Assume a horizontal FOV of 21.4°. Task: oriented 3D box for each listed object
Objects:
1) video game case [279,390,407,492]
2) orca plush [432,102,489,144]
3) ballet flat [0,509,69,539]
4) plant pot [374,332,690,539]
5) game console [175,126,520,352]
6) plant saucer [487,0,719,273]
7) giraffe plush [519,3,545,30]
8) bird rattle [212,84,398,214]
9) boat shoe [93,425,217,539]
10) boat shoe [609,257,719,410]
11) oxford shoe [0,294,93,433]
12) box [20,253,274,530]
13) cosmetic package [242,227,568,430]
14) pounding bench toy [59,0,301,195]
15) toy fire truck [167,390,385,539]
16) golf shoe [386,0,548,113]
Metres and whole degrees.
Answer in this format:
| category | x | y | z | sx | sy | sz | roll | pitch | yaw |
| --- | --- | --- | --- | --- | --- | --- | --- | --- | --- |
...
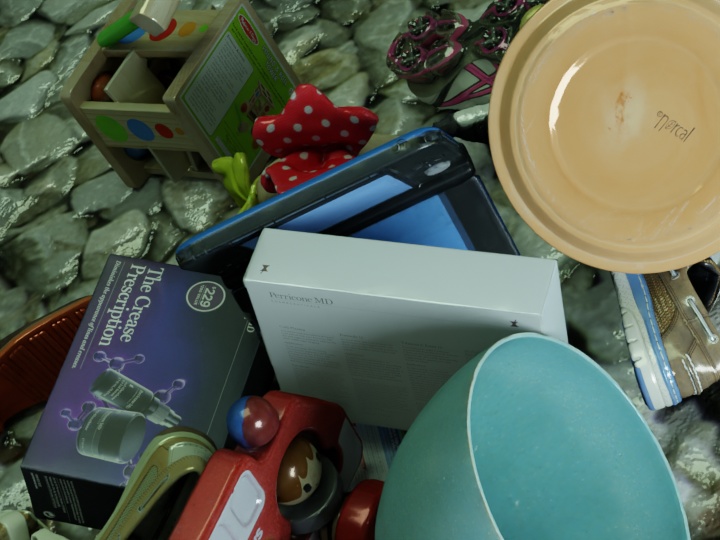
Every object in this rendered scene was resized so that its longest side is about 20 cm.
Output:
| category | x | y | z | sx | sy | sz | roll | pitch | yaw |
| --- | --- | --- | --- | --- | --- | --- | --- | --- | --- |
| video game case | 0.029 | 0.104 | 1.371 | 0.200 | 0.018 | 0.143 | -26 | 40 | 10 |
| orca plush | 0.155 | -0.110 | 1.455 | 0.200 | 0.105 | 0.071 | -13 | 79 | 2 |
| ballet flat | -0.238 | 0.209 | 1.408 | 0.067 | 0.062 | 0.200 | -29 | 35 | -36 |
| plant pot | 0.087 | 0.156 | 1.168 | 0.135 | 0.200 | 0.200 | -32 | 35 | 36 |
| game console | 0.000 | 0.000 | 1.321 | 0.200 | 0.171 | 0.118 | -26 | 82 | 11 |
| plant saucer | 0.183 | -0.096 | 1.249 | 0.200 | 0.200 | 0.032 | -25 | 4 | 11 |
| giraffe plush | 0.199 | -0.123 | 1.320 | 0.162 | 0.200 | 0.173 | -16 | 44 | -1 |
| bird rattle | -0.027 | -0.076 | 1.451 | 0.200 | 0.163 | 0.113 | -46 | 56 | 49 |
| boat shoe | -0.152 | 0.204 | 1.288 | 0.076 | 0.072 | 0.200 | -117 | 46 | -70 |
| boat shoe | 0.211 | 0.009 | 1.311 | 0.072 | 0.072 | 0.200 | -15 | 49 | 9 |
| oxford shoe | -0.287 | 0.076 | 1.571 | 0.200 | 0.071 | 0.073 | -35 | 35 | 0 |
| box | -0.149 | 0.095 | 1.418 | 0.141 | 0.079 | 0.200 | 11 | 53 | 8 |
| cosmetic package | 0.036 | 0.046 | 1.264 | 0.200 | 0.151 | 0.052 | 7 | 55 | 17 |
| pounding bench toy | -0.176 | -0.177 | 1.641 | 0.156 | 0.200 | 0.124 | 7 | 55 | 37 |
| toy fire truck | -0.060 | 0.166 | 1.237 | 0.112 | 0.168 | 0.200 | 13 | 61 | 27 |
| golf shoe | 0.120 | -0.168 | 1.505 | 0.200 | 0.092 | 0.073 | -3 | 56 | 44 |
